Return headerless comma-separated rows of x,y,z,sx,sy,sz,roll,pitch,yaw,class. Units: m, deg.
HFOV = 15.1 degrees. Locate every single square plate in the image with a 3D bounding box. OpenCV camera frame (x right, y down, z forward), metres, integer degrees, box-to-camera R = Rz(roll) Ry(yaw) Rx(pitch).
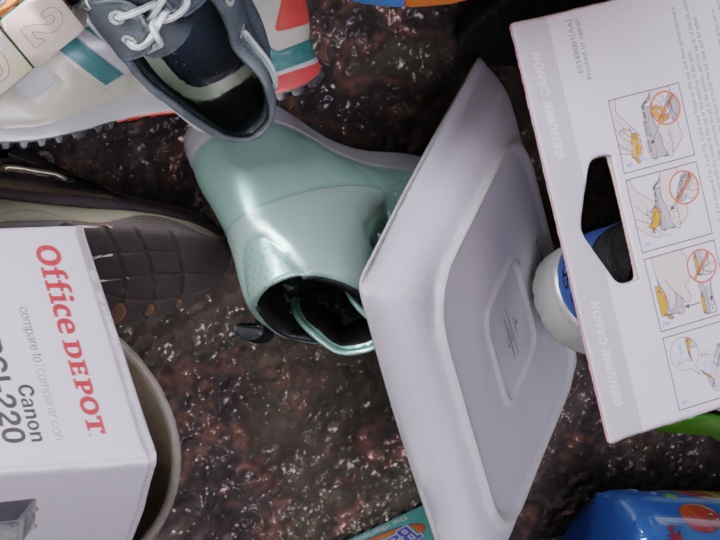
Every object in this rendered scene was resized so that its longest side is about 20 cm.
0.063,0.029,1.340,0.028,0.198,0.201,-1,125,24,square plate

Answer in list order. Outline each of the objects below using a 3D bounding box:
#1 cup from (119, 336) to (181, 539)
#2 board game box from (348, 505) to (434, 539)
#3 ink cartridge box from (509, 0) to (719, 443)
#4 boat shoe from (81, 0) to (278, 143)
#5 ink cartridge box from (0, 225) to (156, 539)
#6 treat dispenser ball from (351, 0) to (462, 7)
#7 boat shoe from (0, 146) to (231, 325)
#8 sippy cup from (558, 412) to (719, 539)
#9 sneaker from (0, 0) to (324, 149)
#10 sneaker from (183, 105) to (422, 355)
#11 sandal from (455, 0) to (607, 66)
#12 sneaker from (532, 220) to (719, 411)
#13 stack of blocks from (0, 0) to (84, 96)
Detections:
-0.197,0.121,1.297,0.199,0.201,0.144,0,136,-20,cup
0.026,0.236,1.491,0.152,0.045,0.201,-24,117,-9,board game box
0.162,-0.037,1.271,0.176,0.045,0.201,-14,94,-19,ink cartridge box
-0.083,-0.120,1.171,0.073,0.062,0.200,-29,149,3,boat shoe
-0.204,0.060,1.190,0.199,0.146,0.085,-1,138,-25,ink cartridge box
0.021,-0.218,1.211,0.200,0.201,0.202,-7,114,-17,treat dispenser ball
-0.154,-0.026,1.292,0.199,0.073,0.075,7,136,-33,boat shoe
0.178,0.175,1.465,0.130,0.178,0.140,12,125,-26,sippy cup
-0.119,-0.114,1.289,0.199,0.070,0.094,-11,98,-14,sneaker
-0.001,0.000,1.318,0.074,0.119,0.200,-35,147,29,sneaker
0.109,-0.156,1.304,0.075,0.200,0.045,13,66,-28,sandal
0.196,0.015,1.368,0.199,0.111,0.077,18,60,-30,sneaker
-0.230,-0.084,1.225,0.200,0.115,0.059,-39,119,0,stack of blocks
